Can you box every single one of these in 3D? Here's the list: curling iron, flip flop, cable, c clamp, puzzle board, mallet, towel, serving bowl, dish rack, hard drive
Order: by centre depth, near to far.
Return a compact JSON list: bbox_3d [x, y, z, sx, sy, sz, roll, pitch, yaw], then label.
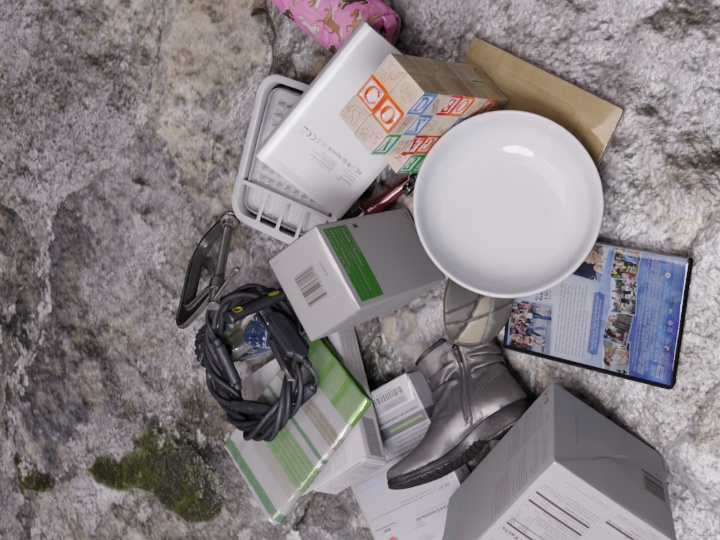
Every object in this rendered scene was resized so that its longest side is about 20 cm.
[{"bbox_3d":[0.158,-0.067,1.058,0.199,0.066,0.201,-1,82,8],"label":"serving bowl"},{"bbox_3d":[0.180,-0.155,1.106,0.200,0.017,0.151,34,114,27],"label":"puzzle board"},{"bbox_3d":[0.131,-0.013,1.118,0.081,0.058,0.201,-1,84,0],"label":"flip flop"},{"bbox_3d":[-0.011,-0.174,1.154,0.132,0.027,0.200,36,106,-22],"label":"hard drive"},{"bbox_3d":[0.010,-0.074,1.189,0.200,0.050,0.026,-33,88,20],"label":"curling iron"},{"bbox_3d":[-0.094,0.020,1.202,0.066,0.199,0.041,38,130,35],"label":"mallet"},{"bbox_3d":[-0.077,0.192,1.207,0.200,0.031,0.149,-52,48,12],"label":"towel"},{"bbox_3d":[-0.133,0.113,1.223,0.200,0.051,0.163,49,121,30],"label":"cable"},{"bbox_3d":[-0.075,-0.137,1.260,0.171,0.043,0.201,25,108,30],"label":"dish rack"},{"bbox_3d":[-0.192,-0.007,1.293,0.171,0.027,0.200,-48,27,31],"label":"c clamp"}]

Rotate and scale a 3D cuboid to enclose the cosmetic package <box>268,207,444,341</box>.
[{"bbox_3d":[0.000,0.000,1.130,0.085,0.200,0.108,-35,81,33],"label":"cosmetic package"}]

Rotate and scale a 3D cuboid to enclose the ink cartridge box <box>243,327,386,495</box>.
[{"bbox_3d":[-0.063,0.187,1.242,0.176,0.045,0.201,-36,52,30],"label":"ink cartridge box"}]

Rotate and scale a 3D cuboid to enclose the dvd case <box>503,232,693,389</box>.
[{"bbox_3d":[0.253,0.039,1.071,0.199,0.018,0.143,13,107,32],"label":"dvd case"}]

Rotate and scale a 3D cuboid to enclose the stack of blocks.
[{"bbox_3d":[0.064,-0.164,1.052,0.115,0.200,0.059,-48,71,27],"label":"stack of blocks"}]

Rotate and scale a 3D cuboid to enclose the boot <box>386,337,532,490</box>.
[{"bbox_3d":[0.096,0.160,1.144,0.200,0.070,0.132,-32,68,8],"label":"boot"}]

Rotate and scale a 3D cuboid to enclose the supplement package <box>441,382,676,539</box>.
[{"bbox_3d":[0.201,0.261,1.030,0.150,0.152,0.200,34,116,-5],"label":"supplement package"}]

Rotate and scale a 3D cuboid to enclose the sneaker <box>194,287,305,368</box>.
[{"bbox_3d":[-0.125,0.074,1.294,0.199,0.085,0.077,-19,76,32],"label":"sneaker"}]

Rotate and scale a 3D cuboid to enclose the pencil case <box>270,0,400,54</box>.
[{"bbox_3d":[-0.040,-0.326,1.195,0.083,0.087,0.200,-42,68,-11],"label":"pencil case"}]

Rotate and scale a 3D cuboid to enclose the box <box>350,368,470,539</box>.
[{"bbox_3d":[0.053,0.245,1.219,0.156,0.041,0.201,-34,76,32],"label":"box"}]
